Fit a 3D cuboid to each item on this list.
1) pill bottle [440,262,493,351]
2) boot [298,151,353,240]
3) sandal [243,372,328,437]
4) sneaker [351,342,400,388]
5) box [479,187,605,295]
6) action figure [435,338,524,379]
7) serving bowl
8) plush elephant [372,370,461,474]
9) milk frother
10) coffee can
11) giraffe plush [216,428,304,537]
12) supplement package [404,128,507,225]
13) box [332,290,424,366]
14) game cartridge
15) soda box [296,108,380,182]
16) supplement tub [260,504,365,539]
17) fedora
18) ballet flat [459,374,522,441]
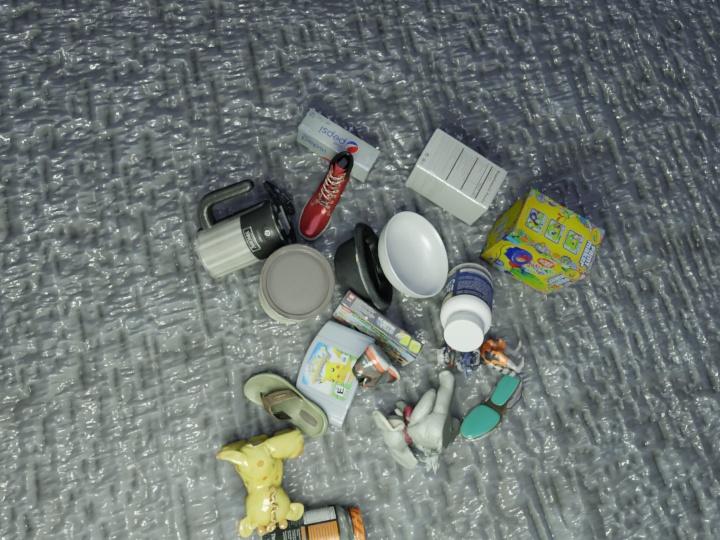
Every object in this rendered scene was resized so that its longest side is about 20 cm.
[{"bbox_3d":[0.233,0.080,1.168,0.110,0.112,0.201,26,35,-2],"label":"pill bottle"},{"bbox_3d":[-0.079,-0.172,1.210,0.072,0.144,0.202,28,75,-3],"label":"boot"},{"bbox_3d":[-0.156,0.277,1.103,0.199,0.057,0.081,26,100,14],"label":"sandal"},{"bbox_3d":[0.024,0.208,1.117,0.082,0.200,0.077,-38,63,0],"label":"sneaker"},{"bbox_3d":[0.413,-0.060,1.235,0.191,0.200,0.123,29,73,0],"label":"box"},{"bbox_3d":[0.260,0.201,1.175,0.190,0.201,0.106,2,116,13],"label":"action figure"},{"bbox_3d":[0.111,-0.029,1.225,0.198,0.065,0.204,16,63,-34],"label":"serving bowl"},{"bbox_3d":[0.113,0.328,1.126,0.152,0.167,0.201,2,34,27],"label":"plush elephant"},{"bbox_3d":[-0.244,-0.098,1.179,0.185,0.200,0.183,-20,87,11],"label":"milk frother"},{"bbox_3d":[-0.139,0.035,1.109,0.144,0.200,0.149,2,83,-12],"label":"coffee can"},{"bbox_3d":[-0.180,0.405,1.019,0.169,0.200,0.165,-12,80,-4],"label":"giraffe plush"},{"bbox_3d":[0.228,-0.223,1.288,0.198,0.117,0.118,32,73,-1],"label":"supplement package"},{"bbox_3d":[0.036,0.130,1.170,0.199,0.110,0.035,36,67,1],"label":"box"},{"bbox_3d":[-0.062,0.218,1.154,0.131,0.041,0.203,19,78,14],"label":"game cartridge"},{"bbox_3d":[-0.055,-0.299,1.285,0.198,0.068,0.064,32,72,-1],"label":"soda box"},{"bbox_3d":[-0.093,0.532,1.042,0.196,0.123,0.125,-5,77,-11],"label":"supplement tub"},{"bbox_3d":[0.000,0.000,1.195,0.090,0.200,0.204,-17,77,21],"label":"fedora"},{"bbox_3d":[0.298,0.317,1.189,0.200,0.072,0.072,-42,86,-23],"label":"ballet flat"}]
